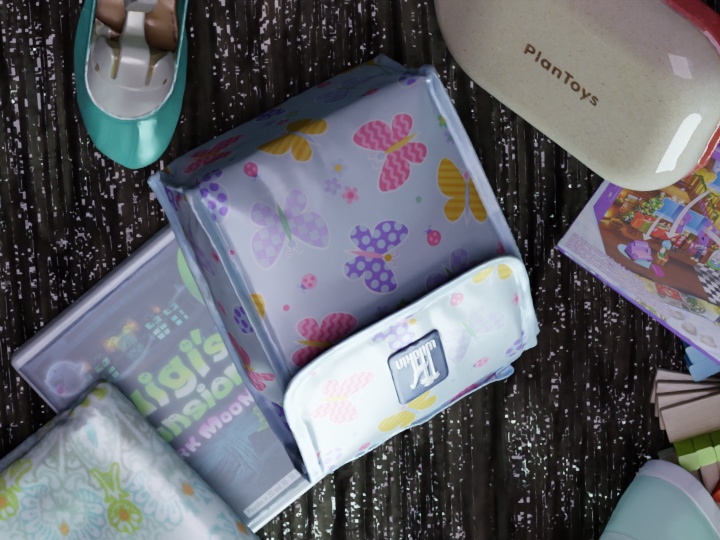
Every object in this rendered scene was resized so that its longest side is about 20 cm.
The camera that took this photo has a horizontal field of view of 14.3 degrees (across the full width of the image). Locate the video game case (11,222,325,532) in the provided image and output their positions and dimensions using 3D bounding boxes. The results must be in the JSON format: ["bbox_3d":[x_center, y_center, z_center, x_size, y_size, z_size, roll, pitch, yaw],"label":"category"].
[{"bbox_3d":[-0.079,0.057,1.741,0.200,0.023,0.182,-39,103,11],"label":"video game case"}]

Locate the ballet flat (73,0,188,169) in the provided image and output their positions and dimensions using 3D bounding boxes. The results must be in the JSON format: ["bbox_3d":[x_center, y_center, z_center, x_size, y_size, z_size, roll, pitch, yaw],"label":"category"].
[{"bbox_3d":[-0.130,-0.149,1.652,0.067,0.070,0.200,7,107,-3],"label":"ballet flat"}]

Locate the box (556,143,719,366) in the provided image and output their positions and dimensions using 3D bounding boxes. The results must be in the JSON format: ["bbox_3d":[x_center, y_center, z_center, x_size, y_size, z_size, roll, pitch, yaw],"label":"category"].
[{"bbox_3d":[0.234,-0.011,1.671,0.200,0.039,0.137,36,90,6],"label":"box"}]

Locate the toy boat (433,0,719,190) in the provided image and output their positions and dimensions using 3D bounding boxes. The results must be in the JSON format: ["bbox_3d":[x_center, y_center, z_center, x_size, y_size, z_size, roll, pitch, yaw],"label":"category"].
[{"bbox_3d":[0.142,-0.151,1.633,0.200,0.131,0.131,39,142,11],"label":"toy boat"}]

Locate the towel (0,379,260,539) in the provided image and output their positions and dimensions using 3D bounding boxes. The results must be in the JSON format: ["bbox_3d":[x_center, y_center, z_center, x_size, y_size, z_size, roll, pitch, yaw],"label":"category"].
[{"bbox_3d":[-0.169,0.185,1.754,0.200,0.048,0.171,-39,104,20],"label":"towel"}]

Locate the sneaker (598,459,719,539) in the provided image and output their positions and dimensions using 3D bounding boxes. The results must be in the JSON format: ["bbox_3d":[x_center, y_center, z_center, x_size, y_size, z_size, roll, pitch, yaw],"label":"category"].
[{"bbox_3d":[0.201,0.226,1.738,0.201,0.074,0.118,51,62,-17],"label":"sneaker"}]

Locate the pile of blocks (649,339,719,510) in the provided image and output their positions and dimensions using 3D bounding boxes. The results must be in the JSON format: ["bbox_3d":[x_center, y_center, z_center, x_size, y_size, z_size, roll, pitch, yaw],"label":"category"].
[{"bbox_3d":[0.221,0.068,1.726,0.082,0.062,0.200,7,107,-3],"label":"pile of blocks"}]

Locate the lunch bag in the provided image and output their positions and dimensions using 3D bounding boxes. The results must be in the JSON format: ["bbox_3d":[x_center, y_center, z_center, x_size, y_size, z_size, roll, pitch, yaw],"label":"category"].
[{"bbox_3d":[0.000,0.000,1.653,0.169,0.127,0.200,-27,107,-12],"label":"lunch bag"}]
